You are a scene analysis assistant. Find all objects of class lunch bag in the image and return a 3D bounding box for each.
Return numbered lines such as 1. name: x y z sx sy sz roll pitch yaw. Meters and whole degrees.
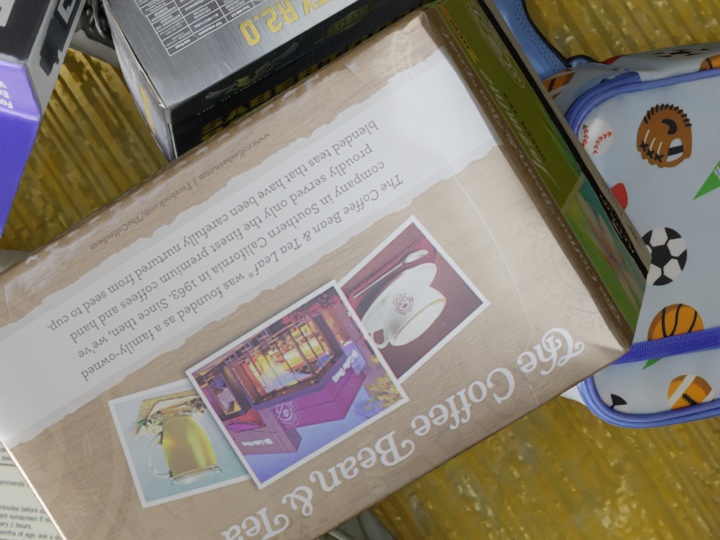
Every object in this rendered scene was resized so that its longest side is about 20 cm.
1. lunch bag: 0.165 -0.016 0.981 0.198 0.076 0.162 -9 99 -18

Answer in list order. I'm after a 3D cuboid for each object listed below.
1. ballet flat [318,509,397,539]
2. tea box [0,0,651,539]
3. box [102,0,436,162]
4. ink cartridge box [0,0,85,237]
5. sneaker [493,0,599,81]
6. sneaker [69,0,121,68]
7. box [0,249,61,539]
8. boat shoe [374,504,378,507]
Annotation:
1. ballet flat: 0.010 0.153 1.009 0.067 0.064 0.200 -30 118 35
2. tea box: -0.014 0.007 0.839 0.199 0.197 0.134 -31 94 12
3. box: 0.001 -0.116 0.891 0.199 0.158 0.049 -31 87 -6
4. ink cartridge box: -0.191 -0.132 0.879 0.197 0.043 0.201 15 77 16
5. sneaker: 0.069 -0.056 1.007 0.088 0.079 0.202 -11 100 1
6. sneaker: -0.108 -0.125 1.009 0.199 0.079 0.074 21 97 7
7. box: -0.123 0.096 1.016 0.127 0.109 0.202 5 95 2
8. boat shoe: 0.000 0.000 1.020 0.070 0.069 0.202 8 106 22
